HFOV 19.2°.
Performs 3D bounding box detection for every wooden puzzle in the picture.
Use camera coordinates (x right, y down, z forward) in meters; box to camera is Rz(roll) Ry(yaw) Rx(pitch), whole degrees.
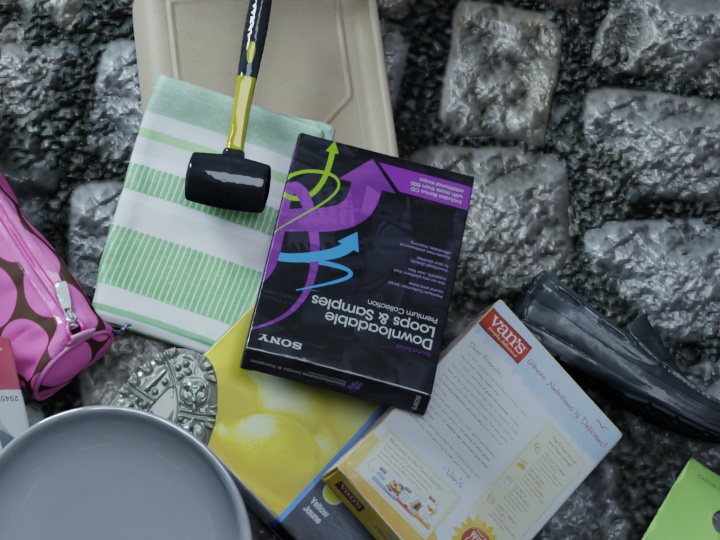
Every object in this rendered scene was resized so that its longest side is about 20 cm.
[{"bbox_3d":[-0.078,-0.146,1.716,0.198,0.037,0.186,-6,71,-5],"label":"wooden puzzle"}]

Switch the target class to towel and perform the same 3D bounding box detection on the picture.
[{"bbox_3d":[-0.115,-0.037,1.651,0.151,0.023,0.202,17,81,-1],"label":"towel"}]

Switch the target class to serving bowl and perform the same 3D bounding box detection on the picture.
[{"bbox_3d":[-0.170,0.190,1.456,0.198,0.066,0.202,0,92,1],"label":"serving bowl"}]

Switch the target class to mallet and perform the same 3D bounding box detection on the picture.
[{"bbox_3d":[-0.099,-0.143,1.646,0.065,0.041,0.202,2,75,-1],"label":"mallet"}]

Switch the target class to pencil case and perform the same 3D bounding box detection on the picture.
[{"bbox_3d":[-0.264,-0.006,1.604,0.090,0.094,0.200,-34,77,-19],"label":"pencil case"}]

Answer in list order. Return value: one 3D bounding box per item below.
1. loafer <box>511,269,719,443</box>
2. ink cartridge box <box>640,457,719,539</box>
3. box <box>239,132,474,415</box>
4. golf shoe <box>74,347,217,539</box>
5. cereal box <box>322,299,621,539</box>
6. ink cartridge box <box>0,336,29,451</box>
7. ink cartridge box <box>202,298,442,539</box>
[{"bbox_3d":[0.210,0.067,1.651,0.200,0.068,0.071,29,78,8],"label":"loafer"},{"bbox_3d":[0.264,0.249,1.586,0.147,0.076,0.201,33,70,5],"label":"ink cartridge box"},{"bbox_3d":[0.000,0.000,1.590,0.142,0.036,0.201,14,58,-2],"label":"box"},{"bbox_3d":[-0.156,0.148,1.535,0.078,0.097,0.201,22,93,1],"label":"golf shoe"},{"bbox_3d":[0.086,0.138,1.587,0.144,0.040,0.200,48,61,-2],"label":"cereal box"},{"bbox_3d":[-0.307,0.154,1.515,0.145,0.085,0.201,-1,68,-39],"label":"ink cartridge box"},{"bbox_3d":[-0.020,0.102,1.605,0.198,0.047,0.200,44,72,-2],"label":"ink cartridge box"}]
